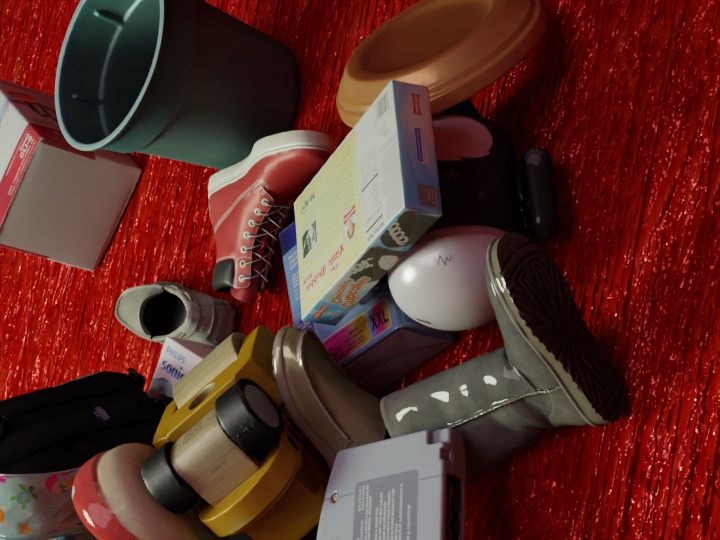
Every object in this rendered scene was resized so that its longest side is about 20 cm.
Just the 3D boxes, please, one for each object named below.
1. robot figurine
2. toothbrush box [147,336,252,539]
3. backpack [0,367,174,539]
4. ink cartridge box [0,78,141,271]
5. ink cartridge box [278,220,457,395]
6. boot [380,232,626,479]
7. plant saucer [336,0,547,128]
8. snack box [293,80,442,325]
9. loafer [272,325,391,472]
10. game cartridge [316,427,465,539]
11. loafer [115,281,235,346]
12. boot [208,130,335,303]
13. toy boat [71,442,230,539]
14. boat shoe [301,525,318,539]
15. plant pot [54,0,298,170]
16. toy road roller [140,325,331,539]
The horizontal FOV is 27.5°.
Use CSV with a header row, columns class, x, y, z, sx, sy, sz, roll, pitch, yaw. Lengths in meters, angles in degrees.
class,x,y,z,sx,sy,sz,roll,pitch,yaw
robot figurine,0.076,-0.049,1.233,0.150,0.124,0.202,-45,43,52
toothbrush box,-0.158,0.186,1.463,0.146,0.085,0.202,23,97,51
backpack,-0.284,0.188,1.392,0.177,0.198,0.152,30,121,50
ink cartridge box,-0.387,-0.120,1.784,0.200,0.144,0.146,42,110,47
ink cartridge box,0.000,0.000,1.347,0.136,0.076,0.202,-36,51,37
boot,0.092,0.078,1.171,0.199,0.072,0.183,-22,100,47
plant saucer,0.063,-0.192,1.270,0.198,0.038,0.201,-25,26,13
snack box,0.001,-0.050,1.202,0.200,0.037,0.117,134,139,-52
loafer,-0.007,0.128,1.264,0.068,0.201,0.076,-24,16,20
game cartridge,0.021,0.232,1.160,0.132,0.040,0.202,-15,59,33
loafer,-0.212,0.043,1.584,0.199,0.069,0.071,2,80,50
boot,-0.088,-0.048,1.472,0.199,0.072,0.146,-28,58,51
toy boat,-0.195,0.251,1.298,0.130,0.201,0.131,-29,33,3
boat shoe,-0.065,0.271,1.327,0.201,0.060,0.074,-60,41,29
plant pot,-0.182,-0.196,1.527,0.199,0.195,0.203,-19,64,44
toy road roller,-0.095,0.158,1.291,0.123,0.146,0.200,-40,17,15
